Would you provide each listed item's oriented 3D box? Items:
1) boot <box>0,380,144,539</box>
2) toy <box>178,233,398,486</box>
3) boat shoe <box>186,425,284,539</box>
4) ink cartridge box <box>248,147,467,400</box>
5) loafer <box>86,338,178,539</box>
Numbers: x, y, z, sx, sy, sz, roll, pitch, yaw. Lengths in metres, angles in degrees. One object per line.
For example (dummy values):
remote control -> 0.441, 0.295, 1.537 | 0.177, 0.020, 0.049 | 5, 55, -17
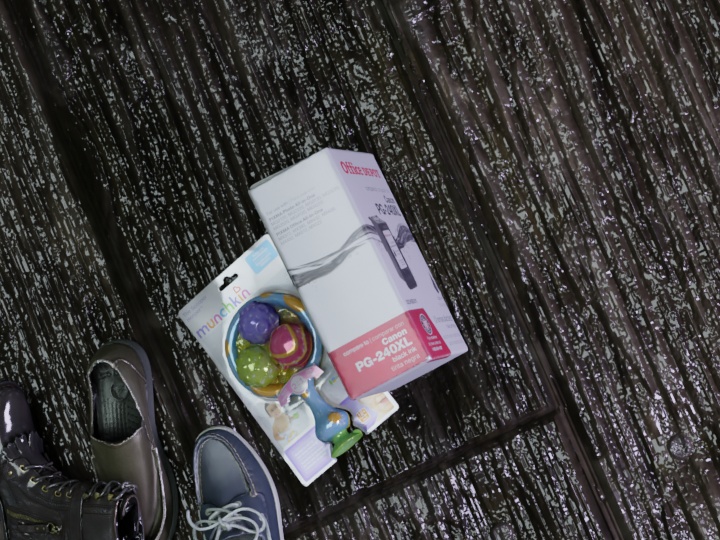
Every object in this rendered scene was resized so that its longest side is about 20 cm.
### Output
boot -> -0.262, 0.197, 1.730 | 0.173, 0.069, 0.202 | -2, 101, 40
toy -> -0.071, 0.080, 1.716 | 0.115, 0.047, 0.201 | -40, 81, 11
boat shoe -> -0.110, 0.239, 1.721 | 0.074, 0.062, 0.202 | -15, 86, 17
ink cartridge box -> 0.000, 0.000, 1.644 | 0.083, 0.145, 0.202 | -28, 84, 15
loafer -> -0.219, 0.164, 1.746 | 0.074, 0.070, 0.202 | -13, 87, 15
